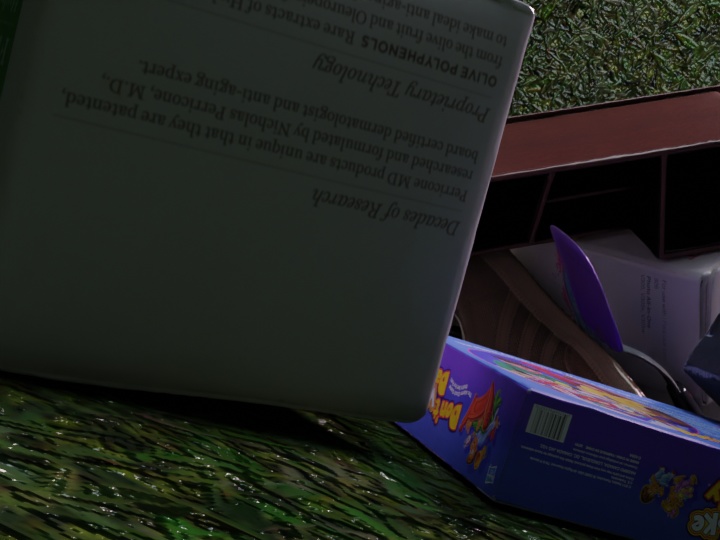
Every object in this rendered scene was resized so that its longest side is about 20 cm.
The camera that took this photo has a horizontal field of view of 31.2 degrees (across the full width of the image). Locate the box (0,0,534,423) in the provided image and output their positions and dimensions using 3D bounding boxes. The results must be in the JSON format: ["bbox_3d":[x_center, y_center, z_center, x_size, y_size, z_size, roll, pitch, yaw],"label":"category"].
[{"bbox_3d":[-0.076,-0.057,0.531,0.198,0.174,0.198,10,9,-32],"label":"box"}]

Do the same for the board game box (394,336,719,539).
[{"bbox_3d":[0.125,0.084,0.573,0.197,0.045,0.134,18,3,-18],"label":"board game box"}]

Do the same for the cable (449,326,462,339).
[{"bbox_3d":[0.051,0.053,0.868,0.097,0.051,0.199,34,15,23],"label":"cable"}]

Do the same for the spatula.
[{"bbox_3d":[0.160,0.058,0.707,0.200,0.020,0.057,49,2,-23],"label":"spatula"}]

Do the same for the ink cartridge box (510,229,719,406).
[{"bbox_3d":[0.180,-0.002,0.821,0.144,0.089,0.199,-22,24,-35],"label":"ink cartridge box"}]

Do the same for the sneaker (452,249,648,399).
[{"bbox_3d":[0.103,0.064,0.737,0.070,0.075,0.200,45,5,-45],"label":"sneaker"}]

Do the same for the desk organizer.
[{"bbox_3d":[0.127,-0.046,0.730,0.197,0.073,0.077,-9,27,-8],"label":"desk organizer"}]

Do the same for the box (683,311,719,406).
[{"bbox_3d":[0.305,0.035,0.667,0.199,0.200,0.123,39,-8,-33],"label":"box"}]

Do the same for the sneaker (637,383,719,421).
[{"bbox_3d":[0.254,0.113,0.822,0.197,0.076,0.088,15,-17,-11],"label":"sneaker"}]
